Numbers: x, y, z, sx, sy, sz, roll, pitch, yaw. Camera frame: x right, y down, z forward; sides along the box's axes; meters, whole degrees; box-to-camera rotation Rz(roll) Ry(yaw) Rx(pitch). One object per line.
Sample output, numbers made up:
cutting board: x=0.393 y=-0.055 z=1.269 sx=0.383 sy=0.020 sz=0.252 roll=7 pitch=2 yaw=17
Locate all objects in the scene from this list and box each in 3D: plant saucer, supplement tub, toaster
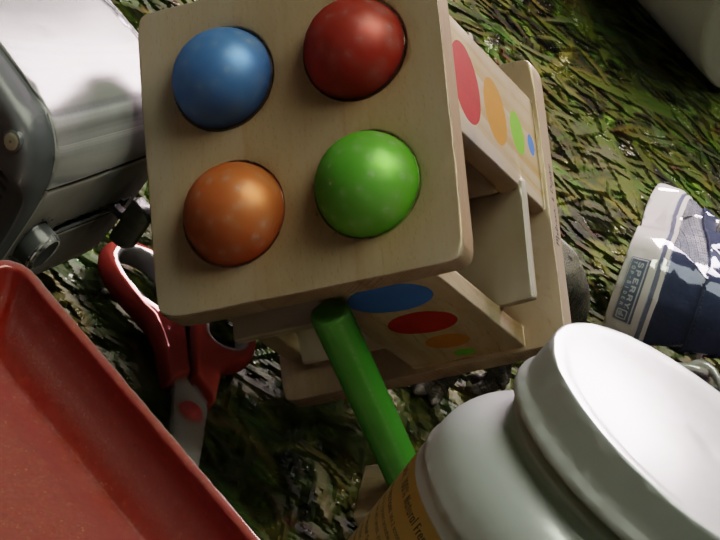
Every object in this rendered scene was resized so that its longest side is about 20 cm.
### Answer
plant saucer: x=-0.145 y=0.087 z=0.855 sx=0.199 sy=0.037 sz=0.200 roll=-15 pitch=46 yaw=-37
supplement tub: x=0.053 y=0.131 z=0.884 sx=0.144 sy=0.200 sz=0.145 roll=32 pitch=20 yaw=-14
toaster: x=-0.168 y=-0.078 z=1.069 sx=0.200 sy=0.114 sz=0.129 roll=45 pitch=25 yaw=16

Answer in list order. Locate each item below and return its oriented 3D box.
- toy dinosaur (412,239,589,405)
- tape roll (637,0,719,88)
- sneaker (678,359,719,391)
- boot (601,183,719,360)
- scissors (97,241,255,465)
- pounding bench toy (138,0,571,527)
toy dinosaur: x=0.048 y=0.005 z=1.194 sx=0.199 sy=0.102 sz=0.077 roll=29 pitch=29 yaw=-12
tape roll: x=0.251 y=-0.230 z=1.683 sx=0.202 sy=0.203 sz=0.139 roll=0 pitch=44 yaw=-49
sneaker: x=0.151 y=0.078 z=1.233 sx=0.073 sy=0.071 sz=0.200 roll=47 pitch=30 yaw=20
boot: x=0.171 y=0.011 z=1.313 sx=0.090 sy=0.073 sz=0.200 roll=19 pitch=14 yaw=6
scissors: x=-0.063 y=0.053 z=1.088 sx=0.073 sy=0.014 sz=0.200 roll=22 pitch=29 yaw=-29
pounding bench toy: x=0.000 y=0.000 z=1.050 sx=0.156 sy=0.124 sz=0.201 roll=37 pitch=44 yaw=-64
